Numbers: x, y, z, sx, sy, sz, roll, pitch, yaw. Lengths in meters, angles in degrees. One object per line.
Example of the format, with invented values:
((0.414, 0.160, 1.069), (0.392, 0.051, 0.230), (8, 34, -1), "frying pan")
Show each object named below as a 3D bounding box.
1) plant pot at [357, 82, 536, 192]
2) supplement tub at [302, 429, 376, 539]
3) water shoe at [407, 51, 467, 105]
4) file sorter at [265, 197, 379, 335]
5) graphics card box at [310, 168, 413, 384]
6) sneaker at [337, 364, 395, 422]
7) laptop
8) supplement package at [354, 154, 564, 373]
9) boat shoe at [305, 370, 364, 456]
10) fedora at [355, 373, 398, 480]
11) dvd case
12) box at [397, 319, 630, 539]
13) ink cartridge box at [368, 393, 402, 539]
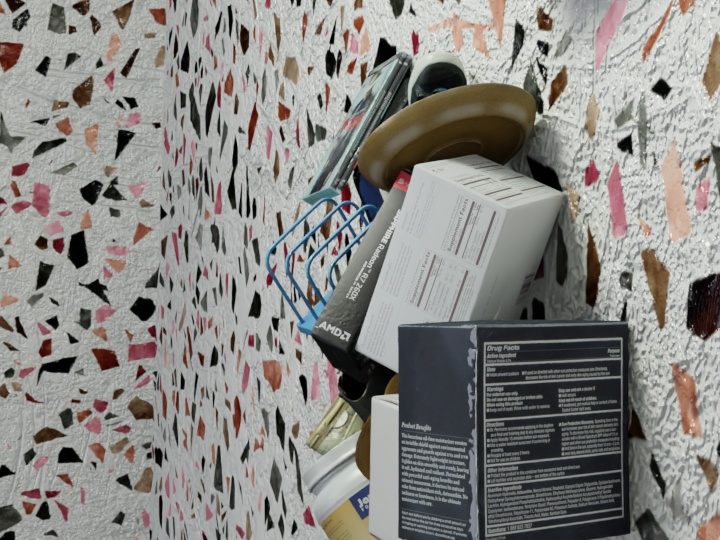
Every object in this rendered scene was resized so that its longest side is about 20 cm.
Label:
((0.095, -0.129, 1.520), (0.200, 0.197, 0.028), (121, 134, -58), "plant pot")
((0.034, 0.293, 1.698), (0.201, 0.143, 0.145), (55, 151, 13), "supplement tub")
((0.094, -0.164, 1.722), (0.079, 0.070, 0.202), (-104, 13, -44), "water shoe")
((0.000, 0.000, 1.733), (0.199, 0.139, 0.123), (12, 140, 54), "file sorter")
((0.025, 0.009, 1.525), (0.201, 0.050, 0.126), (-59, -18, -13), "graphics card box")
((0.007, 0.131, 1.832), (0.106, 0.075, 0.200), (48, -176, -32), "sneaker")
((0.046, -0.148, 1.876), (0.201, 0.103, 0.178), (-55, 14, 21), "laptop")
((0.101, 0.000, 1.466), (0.110, 0.155, 0.202), (26, 110, 22), "supplement package")
((-0.011, 0.161, 1.949), (0.073, 0.062, 0.202), (123, 171, -59), "boat shoe")
((0.078, 0.161, 1.597), (0.082, 0.198, 0.202), (-107, 24, -45), "fedora")
((-0.006, -0.180, 1.865), (0.202, 0.022, 0.146), (-61, 13, -10), "dvd case")
((0.143, 0.146, 1.344), (0.123, 0.198, 0.202), (0, 89, 53), "box")
((0.111, 0.194, 1.457), (0.085, 0.198, 0.148), (13, 104, 61), "ink cartridge box")
